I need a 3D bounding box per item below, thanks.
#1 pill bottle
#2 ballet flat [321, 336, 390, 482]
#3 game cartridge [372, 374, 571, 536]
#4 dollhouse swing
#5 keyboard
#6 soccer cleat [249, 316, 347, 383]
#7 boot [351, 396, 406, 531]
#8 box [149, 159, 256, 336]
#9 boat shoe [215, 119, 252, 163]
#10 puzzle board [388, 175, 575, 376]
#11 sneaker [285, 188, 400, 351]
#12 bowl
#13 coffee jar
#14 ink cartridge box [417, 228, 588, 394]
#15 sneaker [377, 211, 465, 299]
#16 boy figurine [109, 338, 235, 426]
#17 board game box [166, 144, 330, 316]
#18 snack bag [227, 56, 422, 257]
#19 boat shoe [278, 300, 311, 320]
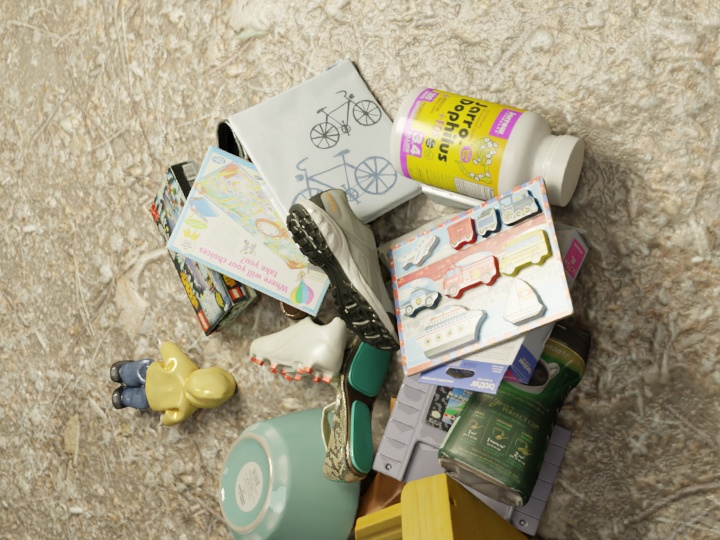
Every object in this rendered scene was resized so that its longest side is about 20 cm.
[{"bbox_3d":[0.139,-0.132,0.901,0.198,0.104,0.106,19,102,25],"label":"pill bottle"},{"bbox_3d":[-0.014,0.156,0.984,0.075,0.068,0.202,-18,49,37],"label":"ballet flat"},{"bbox_3d":[0.125,0.201,0.930,0.197,0.038,0.131,20,94,7],"label":"game cartridge"},{"bbox_3d":[0.097,0.349,0.889,0.175,0.183,0.200,-38,115,23],"label":"dollhouse swing"},{"bbox_3d":[0.161,-0.062,0.922,0.198,0.056,0.011,20,89,25],"label":"keyboard"},{"bbox_3d":[-0.075,0.096,1.036,0.199,0.069,0.078,-5,58,57],"label":"soccer cleat"},{"bbox_3d":[0.043,0.234,0.994,0.197,0.076,0.158,-7,92,26],"label":"boot"},{"bbox_3d":[-0.215,-0.027,1.097,0.202,0.039,0.137,64,149,10],"label":"box"},{"bbox_3d":[-0.155,-0.099,1.078,0.073,0.068,0.203,-1,93,28],"label":"boat shoe"},{"bbox_3d":[0.114,0.007,0.844,0.198,0.017,0.153,-26,57,32],"label":"puzzle board"},{"bbox_3d":[0.000,0.000,0.910,0.074,0.079,0.202,-14,108,56],"label":"sneaker"},{"bbox_3d":[-0.102,0.265,1.015,0.199,0.104,0.204,-23,59,43],"label":"bowl"},{"bbox_3d":[0.168,0.138,0.870,0.103,0.086,0.201,23,67,20],"label":"coffee jar"},{"bbox_3d":[0.149,0.046,0.861,0.118,0.042,0.201,0,51,51],"label":"ink cartridge box"},{"bbox_3d":[0.058,-0.007,0.965,0.198,0.080,0.077,-27,83,27],"label":"sneaker"},{"bbox_3d":[-0.266,0.158,1.161,0.197,0.064,0.127,-5,92,27],"label":"boy figurine"},{"bbox_3d":[-0.116,-0.047,0.988,0.198,0.034,0.136,24,88,1],"label":"board game box"},{"bbox_3d":[-0.041,-0.141,0.980,0.187,0.021,0.201,-30,78,-17],"label":"snack bag"},{"bbox_3d":[-0.091,-0.036,1.046,0.074,0.075,0.206,2,95,27],"label":"boat shoe"}]
